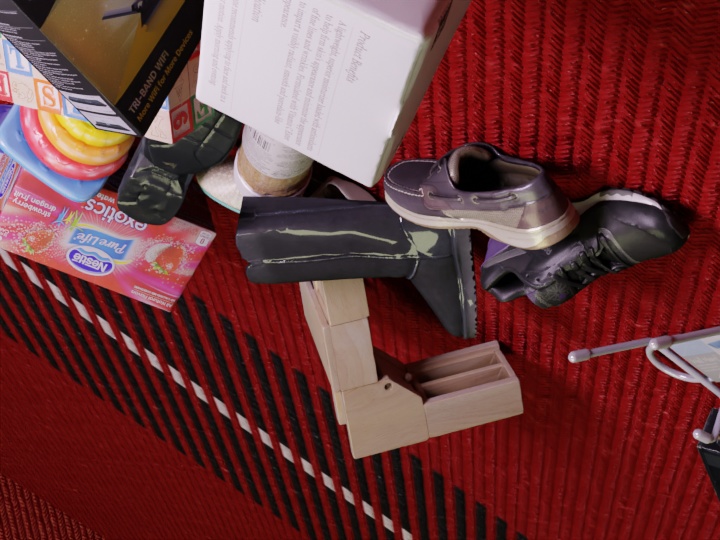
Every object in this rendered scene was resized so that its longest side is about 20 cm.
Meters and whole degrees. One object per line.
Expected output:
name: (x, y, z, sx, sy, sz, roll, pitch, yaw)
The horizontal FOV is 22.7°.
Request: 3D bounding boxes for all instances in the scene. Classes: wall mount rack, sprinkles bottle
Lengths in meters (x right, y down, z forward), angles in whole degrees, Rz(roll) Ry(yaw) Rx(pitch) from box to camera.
wall mount rack: (0.286, 0.083, 1.538, 0.173, 0.075, 0.199, 34, 157, -20)
sprinkles bottle: (-0.063, -0.115, 1.480, 0.068, 0.069, 0.200, 25, 159, 0)

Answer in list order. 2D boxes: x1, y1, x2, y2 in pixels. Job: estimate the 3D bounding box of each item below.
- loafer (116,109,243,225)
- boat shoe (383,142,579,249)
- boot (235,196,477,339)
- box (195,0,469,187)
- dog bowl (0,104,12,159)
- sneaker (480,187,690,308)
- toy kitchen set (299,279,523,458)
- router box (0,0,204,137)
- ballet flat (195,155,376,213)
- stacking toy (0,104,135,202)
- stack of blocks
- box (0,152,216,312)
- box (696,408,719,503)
loafer: (-0.156, -0.122, 1.571, 0.072, 0.073, 0.200, 26, 139, -21)
boat shoe: (0.089, -0.069, 1.424, 0.199, 0.072, 0.065, 20, 138, 49)
boot: (0.000, -0.001, 1.559, 0.198, 0.066, 0.166, -5, 133, 4)
box: (0.006, -0.190, 1.040, 0.130, 0.201, 0.199, 26, 159, 2)
dog bowl: (-0.321, -0.081, 1.843, 0.198, 0.079, 0.200, 23, 159, 9)
sneaker: (0.176, -0.007, 1.433, 0.076, 0.088, 0.199, 38, 156, -29)
toy kitchen set: (0.040, 0.039, 1.752, 0.163, 0.178, 0.202, -117, 16, -62)
router box: (-0.153, -0.214, 1.164, 0.052, 0.201, 0.157, 11, 156, 40)
ballet flat: (-0.049, -0.069, 1.607, 0.198, 0.068, 0.063, 22, 133, -1)
stacking toy: (-0.220, -0.155, 1.554, 0.109, 0.117, 0.200, 35, 144, -15)
stack of blocks: (-0.216, -0.184, 1.438, 0.198, 0.059, 0.116, 15, 124, 30)
box: (-0.248, -0.053, 1.701, 0.199, 0.100, 0.096, 23, -157, -25)
box: (0.430, 0.205, 1.701, 0.198, 0.046, 0.159, 14, 156, 28)
